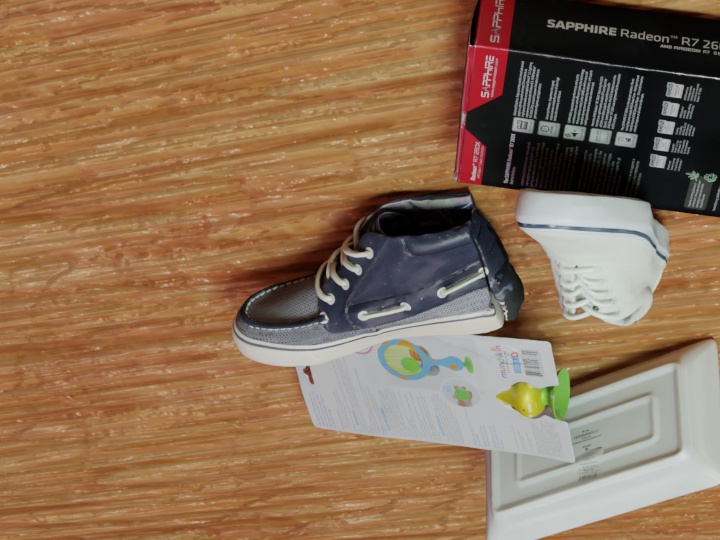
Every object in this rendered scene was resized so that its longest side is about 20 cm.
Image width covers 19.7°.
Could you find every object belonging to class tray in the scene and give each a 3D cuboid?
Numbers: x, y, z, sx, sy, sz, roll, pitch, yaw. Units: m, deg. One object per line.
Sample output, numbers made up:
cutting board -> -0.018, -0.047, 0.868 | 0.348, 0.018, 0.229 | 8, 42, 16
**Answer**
tray -> 0.159, 0.119, 1.429 | 0.200, 0.108, 0.022 | -23, 143, 36

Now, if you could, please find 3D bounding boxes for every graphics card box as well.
graphics card box -> 0.158, -0.093, 1.205 | 0.199, 0.051, 0.126 | 8, 143, 4

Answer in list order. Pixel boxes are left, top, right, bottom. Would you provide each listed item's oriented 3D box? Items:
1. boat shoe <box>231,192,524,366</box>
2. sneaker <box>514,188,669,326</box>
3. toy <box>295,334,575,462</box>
boat shoe -> 0.000, 0.000, 1.354 | 0.199, 0.075, 0.093 | -11, 132, 14
sneaker -> 0.142, -0.005, 1.234 | 0.073, 0.071, 0.200 | 5, 174, 26
toy -> 0.051, 0.069, 1.433 | 0.200, 0.047, 0.115 | 8, 136, 26
